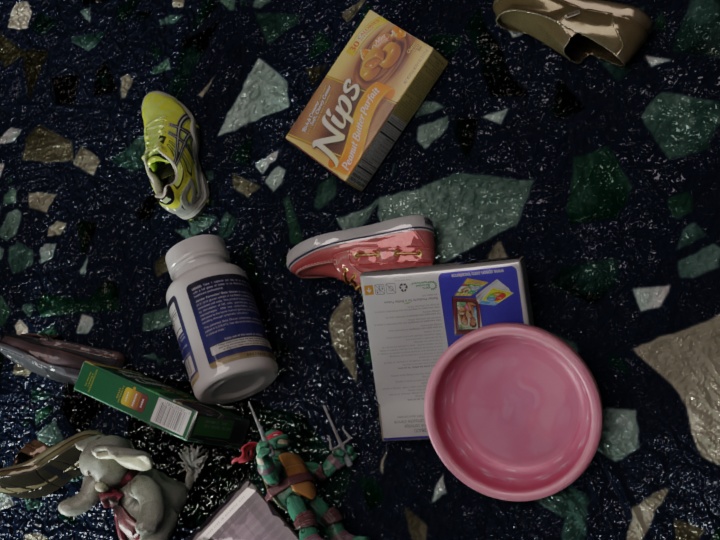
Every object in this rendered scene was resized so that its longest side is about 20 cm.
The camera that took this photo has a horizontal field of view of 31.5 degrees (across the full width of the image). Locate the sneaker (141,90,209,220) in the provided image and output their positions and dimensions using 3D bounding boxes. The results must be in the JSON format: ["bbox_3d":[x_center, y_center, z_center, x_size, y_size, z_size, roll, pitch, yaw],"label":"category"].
[{"bbox_3d":[-0.263,-0.168,1.750,0.075,0.076,0.201,-31,64,20],"label":"sneaker"}]

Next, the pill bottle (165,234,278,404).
[{"bbox_3d":[-0.185,0.060,1.632,0.111,0.111,0.201,-29,66,19],"label":"pill bottle"}]

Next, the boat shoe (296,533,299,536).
[{"bbox_3d":[-0.144,0.384,1.551,0.199,0.071,0.091,-17,66,21],"label":"boat shoe"}]

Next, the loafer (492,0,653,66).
[{"bbox_3d":[0.243,-0.288,1.512,0.199,0.076,0.068,14,78,30],"label":"loafer"}]

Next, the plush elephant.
[{"bbox_3d":[-0.302,0.278,1.605,0.154,0.165,0.201,30,74,-9],"label":"plush elephant"}]

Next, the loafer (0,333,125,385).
[{"bbox_3d":[-0.412,0.120,1.772,0.199,0.072,0.063,17,66,24],"label":"loafer"}]

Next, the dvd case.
[{"bbox_3d":[-0.124,0.368,1.505,0.149,0.016,0.200,-46,64,-1],"label":"dvd case"}]

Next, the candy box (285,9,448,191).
[{"bbox_3d":[0.007,-0.217,1.631,0.115,0.055,0.200,37,96,30],"label":"candy box"}]

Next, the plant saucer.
[{"bbox_3d":[0.173,0.155,1.423,0.199,0.051,0.202,3,99,19],"label":"plant saucer"}]

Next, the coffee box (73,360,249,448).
[{"bbox_3d":[-0.256,0.172,1.636,0.199,0.123,0.044,18,87,32],"label":"coffee box"}]

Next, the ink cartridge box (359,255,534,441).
[{"bbox_3d":[0.107,0.092,1.484,0.197,0.047,0.201,-6,99,20],"label":"ink cartridge box"}]

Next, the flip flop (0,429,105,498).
[{"bbox_3d":[-0.427,0.256,1.736,0.199,0.081,0.058,-27,49,18],"label":"flip flop"}]

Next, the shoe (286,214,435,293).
[{"bbox_3d":[0.000,0.000,1.571,0.199,0.071,0.091,-14,68,21],"label":"shoe"}]

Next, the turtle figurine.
[{"bbox_3d":[-0.069,0.247,1.518,0.101,0.149,0.201,-47,63,39],"label":"turtle figurine"}]
